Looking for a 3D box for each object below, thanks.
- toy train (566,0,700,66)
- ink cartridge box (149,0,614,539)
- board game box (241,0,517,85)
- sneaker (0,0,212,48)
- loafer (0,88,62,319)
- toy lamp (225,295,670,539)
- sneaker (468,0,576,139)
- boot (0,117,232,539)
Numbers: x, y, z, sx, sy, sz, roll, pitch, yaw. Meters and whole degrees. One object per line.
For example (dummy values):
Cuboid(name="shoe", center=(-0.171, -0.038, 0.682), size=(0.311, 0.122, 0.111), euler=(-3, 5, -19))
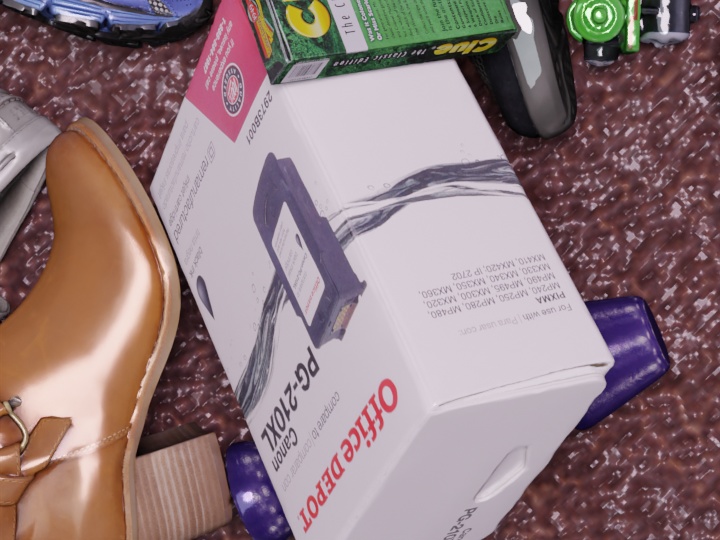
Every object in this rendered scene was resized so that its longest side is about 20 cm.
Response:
Cuboid(name="toy train", center=(0.119, -0.188, 0.850), size=(0.056, 0.042, 0.202), euler=(1, 94, 0))
Cuboid(name="ink cartridge box", center=(0.000, 0.000, 0.794), size=(0.084, 0.145, 0.201), euler=(-11, 61, -28))
Cuboid(name="board game box", center=(-0.018, -0.171, 0.772), size=(0.104, 0.023, 0.201), euler=(-10, 73, -31))
Cuboid(name="sneaker", center=(-0.155, -0.159, 0.888), size=(0.199, 0.075, 0.079), euler=(24, 95, 7))
Cuboid(name="loafer", center=(-0.197, 0.012, 0.909), size=(0.069, 0.070, 0.201), euler=(24, 97, 14))
Cuboid(name="toy lamp", center=(0.038, 0.064, 0.874), size=(0.199, 0.058, 0.059), euler=(-22, 90, 11))
Cuboid(name="sneaker", center=(0.018, -0.136, 0.856), size=(0.114, 0.076, 0.200), euler=(-26, 86, 13))
Cuboid(name="boot", center=(-0.153, 0.044, 0.867), size=(0.154, 0.077, 0.201), euler=(-15, 95, -18))
